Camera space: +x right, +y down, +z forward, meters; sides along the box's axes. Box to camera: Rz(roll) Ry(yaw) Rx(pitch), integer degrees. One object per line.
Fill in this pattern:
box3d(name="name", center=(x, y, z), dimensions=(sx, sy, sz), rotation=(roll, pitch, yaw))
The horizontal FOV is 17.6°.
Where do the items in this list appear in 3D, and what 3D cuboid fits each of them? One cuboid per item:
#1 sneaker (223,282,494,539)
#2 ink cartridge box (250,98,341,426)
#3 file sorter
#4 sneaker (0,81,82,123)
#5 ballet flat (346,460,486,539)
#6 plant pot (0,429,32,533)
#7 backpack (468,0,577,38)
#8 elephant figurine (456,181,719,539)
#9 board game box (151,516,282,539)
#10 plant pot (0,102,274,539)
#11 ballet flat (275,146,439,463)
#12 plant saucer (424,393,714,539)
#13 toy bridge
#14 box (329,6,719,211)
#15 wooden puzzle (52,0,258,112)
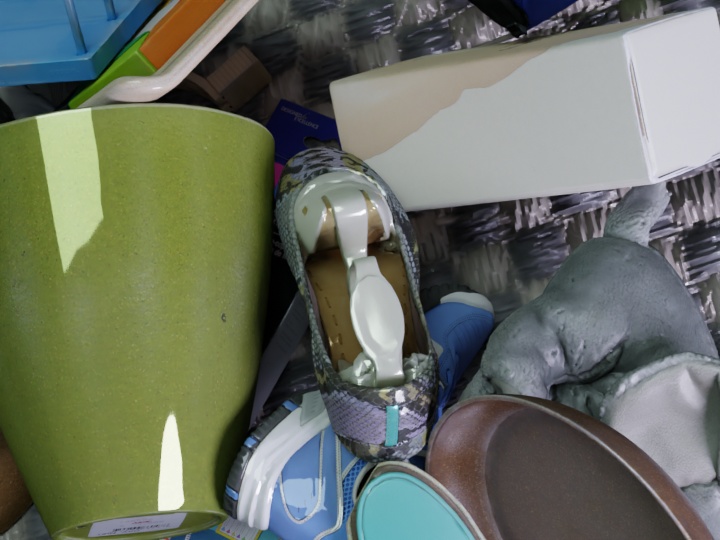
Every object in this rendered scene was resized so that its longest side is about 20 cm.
box3d(name="sneaker", center=(0.015, 0.082, 1.223), dimensions=(0.077, 0.076, 0.200), rotation=(31, 52, 20))
box3d(name="ink cartridge box", center=(-0.062, -0.008, 1.339), dimensions=(0.095, 0.037, 0.200), rotation=(23, 74, 27))
box3d(name="file sorter", center=(-0.189, -0.197, 1.300), dimensions=(0.138, 0.123, 0.200), rotation=(-2, 28, 18))
box3d(name="sneaker", center=(-0.191, -0.114, 1.413), dimensions=(0.079, 0.074, 0.200), rotation=(-26, 58, -15))
box3d(name="ballet flat", center=(0.056, 0.184, 1.152), dimensions=(0.067, 0.062, 0.200), rotation=(-33, 87, -1))
box3d(name="plant pot", center=(-0.285, 0.048, 1.299), dimensions=(0.186, 0.200, 0.187), rotation=(-8, 63, 16))
box3d(name="backpack", center=(0.076, -0.262, 1.214), dimensions=(0.168, 0.200, 0.162), rotation=(-39, 53, -19))
box3d(name="elephant figurine", center=(0.161, 0.089, 1.174), dimensions=(0.200, 0.155, 0.141), rotation=(39, 49, 20))
box3d(name="board game box", center=(-0.055, 0.183, 1.238), dimensions=(0.199, 0.047, 0.151), rotation=(13, 70, 25))
box3d(name="plant pot", center=(-0.125, 0.037, 1.223), dimensions=(0.187, 0.187, 0.201), rotation=(-12, 76, 15))
box3d(name="ballet flat", center=(0.000, 0.000, 1.187), dimensions=(0.072, 0.072, 0.201), rotation=(-21, 55, 10))
box3d(name="plant saucer", center=(0.112, 0.140, 1.120), dimensions=(0.200, 0.201, 0.032), rotation=(35, 53, 30))
box3d(name="toy bridge", center=(-0.138, -0.163, 1.441), dimensions=(0.067, 0.027, 0.200), rotation=(-41, 61, -1))
box3d(name="box", center=(0.091, -0.082, 1.234), dimensions=(0.200, 0.095, 0.078), rotation=(-6, 100, 40))
box3d(name="wooden puzzle", center=(-0.103, -0.128, 1.275), dimensions=(0.037, 0.185, 0.200), rotation=(51, 55, -9))
